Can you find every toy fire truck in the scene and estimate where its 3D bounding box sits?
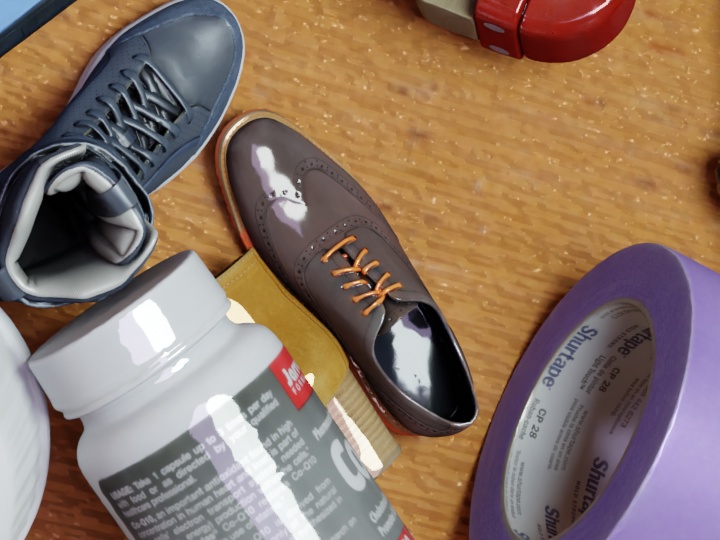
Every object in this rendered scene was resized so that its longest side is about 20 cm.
[{"bbox_3d":[0.141,-0.182,1.436,0.199,0.129,0.177,21,83,9],"label":"toy fire truck"}]

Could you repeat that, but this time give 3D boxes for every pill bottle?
[{"bbox_3d":[-0.062,0.098,1.318,0.114,0.114,0.201,-36,99,-16],"label":"pill bottle"}]

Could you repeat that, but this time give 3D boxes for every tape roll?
[{"bbox_3d":[0.143,0.093,1.420,0.085,0.200,0.201,25,83,-19],"label":"tape roll"}]

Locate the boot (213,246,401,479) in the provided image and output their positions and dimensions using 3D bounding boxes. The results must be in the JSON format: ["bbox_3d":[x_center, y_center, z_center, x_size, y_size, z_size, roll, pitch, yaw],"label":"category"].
[{"bbox_3d":[-0.091,0.097,1.409,0.201,0.071,0.144,-42,94,-9],"label":"boot"}]

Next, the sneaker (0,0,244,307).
[{"bbox_3d":[-0.112,-0.058,1.346,0.077,0.146,0.202,46,75,-15],"label":"sneaker"}]

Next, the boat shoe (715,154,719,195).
[{"bbox_3d":[0.224,-0.053,1.519,0.064,0.072,0.201,5,89,-11],"label":"boat shoe"}]

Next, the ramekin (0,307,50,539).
[{"bbox_3d":[-0.245,0.091,1.290,0.201,0.094,0.204,-1,107,-4],"label":"ramekin"}]

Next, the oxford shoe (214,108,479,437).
[{"bbox_3d":[0.000,0.000,1.428,0.071,0.072,0.200,-41,105,-14],"label":"oxford shoe"}]

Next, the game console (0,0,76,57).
[{"bbox_3d":[-0.185,-0.145,1.297,0.200,0.119,0.173,-38,132,-15],"label":"game console"}]
